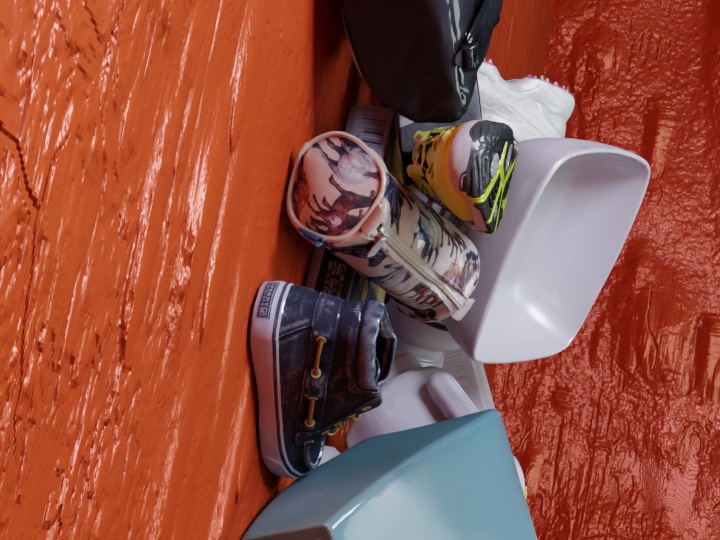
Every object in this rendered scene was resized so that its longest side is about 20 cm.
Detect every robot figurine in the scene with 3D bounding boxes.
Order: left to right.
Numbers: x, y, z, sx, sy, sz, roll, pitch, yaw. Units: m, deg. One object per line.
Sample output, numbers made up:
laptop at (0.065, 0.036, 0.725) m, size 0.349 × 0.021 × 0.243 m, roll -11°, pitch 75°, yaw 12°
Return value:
robot figurine at (0.064, 0.164, 1.169) m, size 0.112 × 0.200 × 0.171 m, roll -19°, pitch 143°, yaw -29°

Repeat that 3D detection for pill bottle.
pill bottle at (0.069, -0.001, 1.259) m, size 0.202 × 0.112 × 0.113 m, roll -66°, pitch 174°, yaw 16°

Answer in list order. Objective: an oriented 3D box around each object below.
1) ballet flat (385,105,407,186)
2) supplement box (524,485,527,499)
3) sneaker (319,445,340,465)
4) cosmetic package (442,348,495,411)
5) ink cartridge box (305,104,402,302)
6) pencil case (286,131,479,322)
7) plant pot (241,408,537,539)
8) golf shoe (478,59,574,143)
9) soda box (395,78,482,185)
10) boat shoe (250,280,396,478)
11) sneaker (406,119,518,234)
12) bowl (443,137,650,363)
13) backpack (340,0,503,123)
ballet flat at (0.054, -0.100, 1.303) m, size 0.068 × 0.061 × 0.202 m, roll -74°, pitch 168°, yaw -47°
supplement box at (0.071, 0.243, 1.343) m, size 0.200 × 0.107 × 0.111 m, roll -175°, pitch -86°, yaw -74°
sneaker at (-0.002, 0.208, 1.198) m, size 0.200 × 0.084 × 0.074 m, roll 74°, pitch 29°, yaw -64°
cosmetic package at (0.081, 0.084, 1.369) m, size 0.102 × 0.073 × 0.203 m, roll 16°, pitch 59°, yaw -79°
ink cartridge box at (0.000, 0.000, 1.147) m, size 0.201 × 0.046 × 0.200 m, roll 73°, pitch 26°, yaw -61°
pencil case at (0.022, -0.024, 0.996) m, size 0.200 × 0.077 × 0.090 m, roll 37°, pitch 20°, yaw -57°
plant pot at (0.016, 0.207, 1.006) m, size 0.199 × 0.140 × 0.143 m, roll -16°, pitch 88°, yaw -52°
golf shoe at (0.101, -0.139, 1.209) m, size 0.075 × 0.198 × 0.093 m, roll -8°, pitch -110°, yaw 66°
soda box at (0.059, -0.176, 1.121) m, size 0.063 × 0.070 × 0.203 m, roll 78°, pitch 7°, yaw -67°
boat shoe at (-0.023, 0.090, 0.965) m, size 0.201 × 0.090 × 0.071 m, roll 86°, pitch 17°, yaw -50°
sneaker at (0.068, -0.068, 0.968) m, size 0.200 × 0.075 × 0.076 m, roll 25°, pitch 79°, yaw -83°
bowl at (0.149, -0.026, 1.165) m, size 0.199 × 0.074 × 0.202 m, roll -1°, pitch 120°, yaw -55°
backpack at (0.047, -0.215, 1.004) m, size 0.200 × 0.152 × 0.165 m, roll -47°, pitch 132°, yaw -50°
